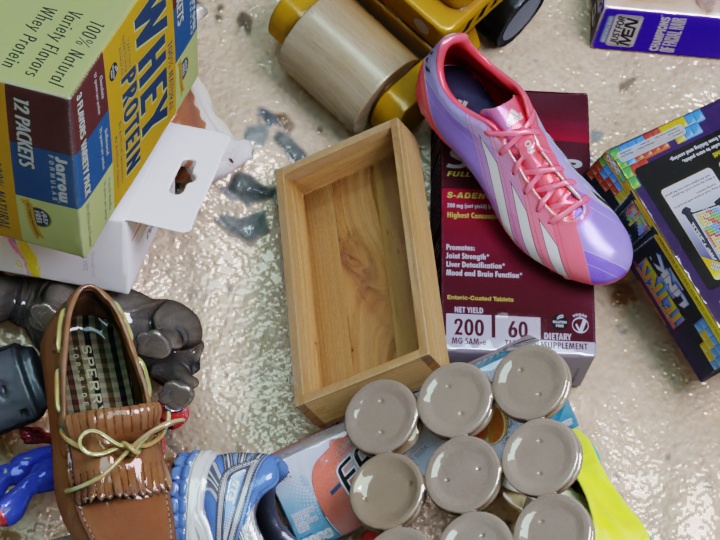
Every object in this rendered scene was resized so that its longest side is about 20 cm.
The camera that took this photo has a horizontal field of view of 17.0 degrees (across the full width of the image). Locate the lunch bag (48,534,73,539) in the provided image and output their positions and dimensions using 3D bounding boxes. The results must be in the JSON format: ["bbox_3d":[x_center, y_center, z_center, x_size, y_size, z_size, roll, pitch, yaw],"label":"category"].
[{"bbox_3d":[-0.202,0.239,1.482,0.199,0.140,0.168,-9,51,-13],"label":"lunch bag"}]

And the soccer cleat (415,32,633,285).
[{"bbox_3d":[0.109,-0.073,1.613,0.067,0.077,0.200,-34,74,-18],"label":"soccer cleat"}]

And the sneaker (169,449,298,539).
[{"bbox_3d":[-0.063,0.208,1.508,0.085,0.077,0.201,-11,93,11],"label":"sneaker"}]

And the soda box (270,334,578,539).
[{"bbox_3d":[0.037,0.111,1.567,0.199,0.068,0.064,-25,93,-2],"label":"soda box"}]

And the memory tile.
[{"bbox_3d":[0.068,0.149,1.471,0.153,0.017,0.201,-15,63,16],"label":"memory tile"}]

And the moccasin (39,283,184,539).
[{"bbox_3d":[-0.150,0.100,1.478,0.073,0.078,0.202,0,55,-17],"label":"moccasin"}]

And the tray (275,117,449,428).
[{"bbox_3d":[0.000,0.000,1.610,0.098,0.037,0.200,-23,49,20],"label":"tray"}]

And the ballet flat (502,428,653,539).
[{"bbox_3d":[0.128,0.147,1.533,0.067,0.200,0.067,14,107,-21],"label":"ballet flat"}]

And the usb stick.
[{"bbox_3d":[-0.298,0.102,1.560,0.199,0.033,0.056,-20,78,3],"label":"usb stick"}]

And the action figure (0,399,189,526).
[{"bbox_3d":[-0.193,0.121,1.554,0.200,0.065,0.052,-19,106,-36],"label":"action figure"}]

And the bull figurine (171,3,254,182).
[{"bbox_3d":[-0.166,-0.129,1.683,0.199,0.065,0.122,12,63,-1],"label":"bull figurine"}]

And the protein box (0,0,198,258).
[{"bbox_3d":[-0.232,-0.141,1.550,0.199,0.135,0.199,15,46,13],"label":"protein box"}]

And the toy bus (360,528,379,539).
[{"bbox_3d":[0.044,0.257,1.511,0.192,0.136,0.200,37,70,24],"label":"toy bus"}]

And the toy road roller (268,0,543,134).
[{"bbox_3d":[0.040,-0.204,1.691,0.123,0.146,0.200,42,69,13],"label":"toy road roller"}]

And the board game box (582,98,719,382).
[{"bbox_3d":[0.274,-0.038,1.663,0.200,0.057,0.166,-24,78,-28],"label":"board game box"}]

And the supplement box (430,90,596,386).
[{"bbox_3d":[0.104,-0.025,1.667,0.108,0.061,0.201,2,66,-5],"label":"supplement box"}]

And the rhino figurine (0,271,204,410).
[{"bbox_3d":[-0.196,0.033,1.605,0.199,0.087,0.060,16,110,2],"label":"rhino figurine"}]

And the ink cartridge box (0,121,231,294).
[{"bbox_3d":[-0.195,-0.052,1.610,0.199,0.067,0.117,10,41,9],"label":"ink cartridge box"}]

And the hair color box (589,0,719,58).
[{"bbox_3d":[0.271,-0.216,1.765,0.199,0.065,0.110,4,67,-2],"label":"hair color box"}]
